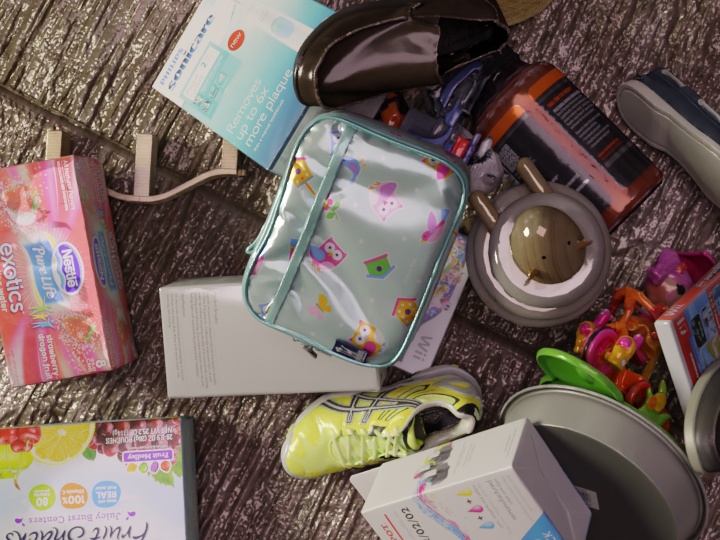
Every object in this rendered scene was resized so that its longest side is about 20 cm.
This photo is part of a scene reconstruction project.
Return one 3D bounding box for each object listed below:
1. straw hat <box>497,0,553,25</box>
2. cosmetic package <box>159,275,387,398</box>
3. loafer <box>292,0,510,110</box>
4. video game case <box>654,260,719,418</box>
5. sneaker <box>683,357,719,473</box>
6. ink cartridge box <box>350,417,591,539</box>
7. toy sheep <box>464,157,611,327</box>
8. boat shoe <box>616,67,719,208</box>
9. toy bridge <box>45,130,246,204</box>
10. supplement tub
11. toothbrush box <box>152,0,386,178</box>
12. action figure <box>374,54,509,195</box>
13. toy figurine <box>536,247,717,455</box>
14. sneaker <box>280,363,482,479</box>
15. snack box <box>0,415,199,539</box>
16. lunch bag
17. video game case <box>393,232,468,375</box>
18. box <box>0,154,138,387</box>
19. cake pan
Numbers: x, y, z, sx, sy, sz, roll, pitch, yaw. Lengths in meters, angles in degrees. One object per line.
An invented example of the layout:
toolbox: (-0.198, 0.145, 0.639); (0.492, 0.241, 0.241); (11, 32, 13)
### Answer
straw hat: (0.118, -0.335, 1.098); (0.202, 0.201, 0.085); (-53, 41, -3)
cosmetic package: (-0.078, 0.057, 1.061); (0.198, 0.085, 0.109); (-2, 95, 7)
loafer: (0.038, -0.183, 0.934); (0.199, 0.073, 0.071); (-27, 41, -16)
video game case: (0.336, 0.058, 1.005); (0.200, 0.017, 0.144); (-35, 111, -35)
sneaker: (0.352, 0.101, 0.936); (0.199, 0.106, 0.075); (-34, 110, -35)
ink cartridge box: (0.084, 0.216, 0.998); (0.199, 0.068, 0.116); (-24, 110, 33)
toy sheep: (0.152, -0.015, 0.991); (0.136, 0.200, 0.139); (-1, 82, 7)
boat shoe: (0.322, -0.118, 1.056); (0.062, 0.075, 0.200); (-31, 52, -15)
toy bridge: (-0.211, -0.100, 1.128); (0.198, 0.027, 0.068); (3, 87, 4)
supplement tub: (0.178, -0.120, 1.066); (0.107, 0.107, 0.200); (-43, 83, -1)
toothbrush box: (-0.078, -0.179, 1.045); (0.200, 0.085, 0.147); (38, 98, 41)
action figure: (0.060, -0.136, 1.048); (0.193, 0.105, 0.201); (36, 90, 25)
toy figurine: (0.259, 0.054, 1.024); (0.150, 0.200, 0.185); (19, 69, 45)
sneaker: (0.018, 0.144, 1.059); (0.199, 0.076, 0.076); (-23, 106, 3)
snack box: (-0.255, 0.228, 1.080); (0.198, 0.068, 0.170); (-3, 84, 4)
lunch bag: (-0.008, -0.024, 0.955); (0.159, 0.077, 0.201); (23, 103, 0)
video game case: (0.000, 0.000, 1.110); (0.199, 0.018, 0.144); (23, 86, 5)
box: (-0.284, 0.000, 1.077); (0.102, 0.095, 0.202); (-9, 92, 3)
cake pan: (0.201, 0.186, 0.996); (0.200, 0.201, 0.037); (38, 54, 6)
